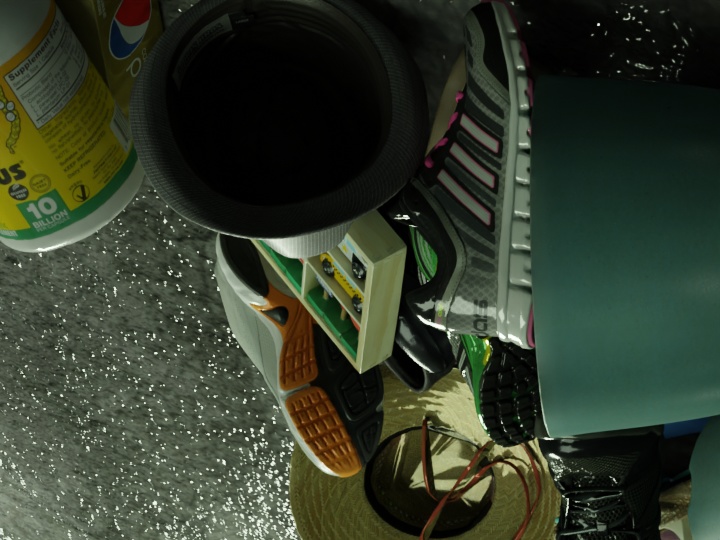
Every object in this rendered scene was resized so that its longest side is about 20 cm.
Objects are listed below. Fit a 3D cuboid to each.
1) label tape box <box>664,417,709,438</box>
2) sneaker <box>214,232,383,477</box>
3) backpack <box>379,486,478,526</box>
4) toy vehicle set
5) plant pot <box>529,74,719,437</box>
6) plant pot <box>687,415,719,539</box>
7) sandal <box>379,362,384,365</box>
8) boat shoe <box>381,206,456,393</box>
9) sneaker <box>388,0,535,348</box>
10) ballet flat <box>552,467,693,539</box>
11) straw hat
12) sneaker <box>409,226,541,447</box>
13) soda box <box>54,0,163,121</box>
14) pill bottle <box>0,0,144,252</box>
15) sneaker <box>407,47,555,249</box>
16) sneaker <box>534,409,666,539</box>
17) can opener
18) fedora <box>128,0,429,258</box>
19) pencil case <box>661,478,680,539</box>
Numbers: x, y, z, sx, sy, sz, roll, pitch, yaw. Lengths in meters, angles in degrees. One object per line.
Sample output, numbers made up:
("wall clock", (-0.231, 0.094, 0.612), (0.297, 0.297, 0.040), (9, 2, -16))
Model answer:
("label tape box", (0.167, 0.054, 1.568), (0.200, 0.063, 0.144), (47, 148, -18))
("sneaker", (-0.045, 0.056, 1.725), (0.201, 0.075, 0.092), (67, 161, 13))
("backpack", (0.049, 0.256, 1.843), (0.199, 0.184, 0.147), (18, 145, 12))
("toy vehicle set", (-0.042, -0.042, 1.585), (0.200, 0.026, 0.125), (50, 155, 27))
("plant pot", (0.181, -0.010, 1.348), (0.160, 0.201, 0.201), (-1, 140, 9))
("plant pot", (0.306, 0.133, 1.432), (0.200, 0.200, 0.196), (46, 155, -16))
("sandal", (-0.008, 0.091, 1.796), (0.082, 0.055, 0.200), (34, 149, 3))
("boat shoe", (0.000, 0.000, 1.662), (0.200, 0.057, 0.067), (48, 148, -19))
("sneaker", (0.058, -0.055, 1.373), (0.087, 0.201, 0.074), (-3, 171, 8))
("ballet flat", (0.215, 0.158, 1.593), (0.200, 0.070, 0.066), (-30, 79, 37))
("straw hat", (0.054, 0.149, 1.773), (0.200, 0.085, 0.202), (2, 102, 11))
("sneaker", (0.084, 0.025, 1.498), (0.085, 0.078, 0.201), (55, 167, 52))
("soda box", (-0.173, -0.150, 1.617), (0.064, 0.068, 0.200), (23, 146, 20))
("pill bottle", (-0.226, -0.118, 1.538), (0.112, 0.113, 0.200), (5, 137, 40))
("sneaker", (0.080, -0.058, 1.495), (0.075, 0.071, 0.200), (27, 149, 12))
("sneaker", (0.149, 0.139, 1.485), (0.076, 0.115, 0.199), (-1, 168, 11))
("can opener", (0.021, -0.032, 1.598), (0.063, 0.079, 0.201), (-25, 105, 15))
("fedora", (-0.047, -0.078, 1.479), (0.090, 0.176, 0.201), (83, 163, -57))
("pencil case", (0.247, 0.185, 1.643), (0.199, 0.088, 0.088), (1, 135, 47))
